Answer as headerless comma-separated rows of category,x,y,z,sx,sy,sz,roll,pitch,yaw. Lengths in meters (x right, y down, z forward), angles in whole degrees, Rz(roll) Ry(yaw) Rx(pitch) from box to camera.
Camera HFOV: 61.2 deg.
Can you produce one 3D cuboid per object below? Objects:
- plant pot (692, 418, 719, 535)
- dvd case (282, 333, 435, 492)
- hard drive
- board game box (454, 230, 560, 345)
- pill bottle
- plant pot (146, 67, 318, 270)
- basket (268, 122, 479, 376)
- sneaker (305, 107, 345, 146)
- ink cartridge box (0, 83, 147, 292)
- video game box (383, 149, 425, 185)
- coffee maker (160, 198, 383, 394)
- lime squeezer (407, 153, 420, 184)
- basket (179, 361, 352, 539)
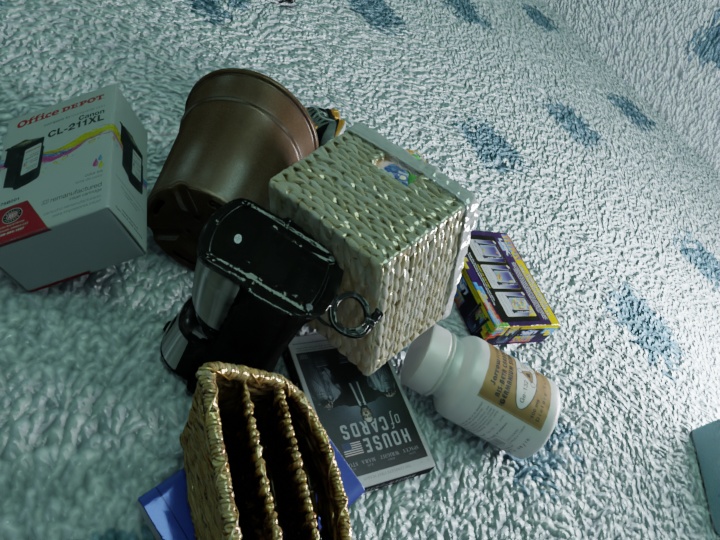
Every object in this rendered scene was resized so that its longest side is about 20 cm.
plant pot,0.696,0.332,0.971,0.192,0.201,0.199,29,41,-9
dvd case,-0.005,0.168,0.761,0.147,0.025,0.203,-2,54,-35
hard drive,-0.104,0.229,0.616,0.198,0.026,0.133,-28,71,-39
board game box,0.224,0.026,1.030,0.161,0.057,0.204,4,50,-35
pill bottle,0.157,0.156,0.818,0.196,0.115,0.116,29,41,-8
plant pot,-0.170,-0.116,0.789,0.196,0.201,0.202,25,49,-12
basket,0.007,-0.027,0.724,0.197,0.204,0.159,37,53,27
sneaker,-0.070,-0.225,1.010,0.075,0.080,0.201,10,21,-14
ink cartridge box,-0.323,-0.097,0.685,0.142,0.084,0.204,-18,54,3
video game box,0.082,-0.139,1.069,0.197,0.047,0.185,-8,58,-48
coffee maker,-0.110,0.062,0.650,0.192,0.202,0.134,46,43,12
lime squeezer,0.079,-0.168,1.024,0.069,0.038,0.204,17,41,-29
basket,-0.073,0.195,0.540,0.139,0.150,0.204,-2,55,-27
